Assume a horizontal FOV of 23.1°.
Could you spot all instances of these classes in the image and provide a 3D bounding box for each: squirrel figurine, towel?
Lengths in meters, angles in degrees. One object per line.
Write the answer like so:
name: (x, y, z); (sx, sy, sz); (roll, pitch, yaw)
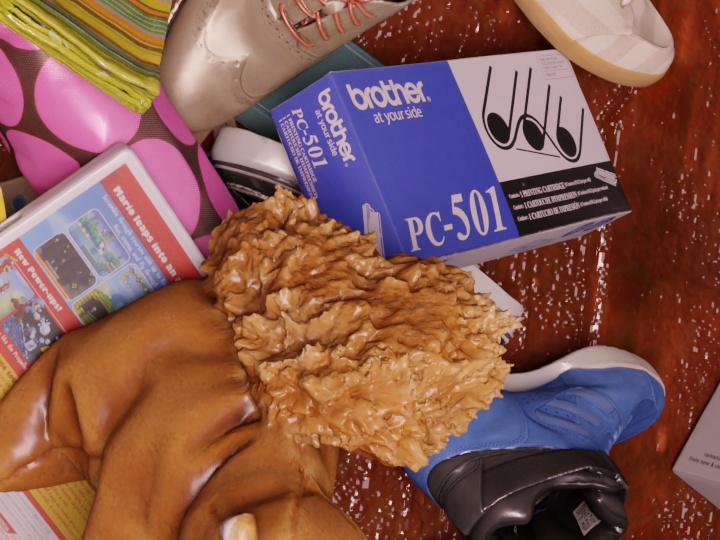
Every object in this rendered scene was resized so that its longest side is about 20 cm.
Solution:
squirrel figurine: (-0.035, 0.068, 0.675); (0.141, 0.187, 0.200); (35, 93, -25)
towel: (-0.110, -0.158, 0.754); (0.086, 0.018, 0.201); (34, 39, -29)

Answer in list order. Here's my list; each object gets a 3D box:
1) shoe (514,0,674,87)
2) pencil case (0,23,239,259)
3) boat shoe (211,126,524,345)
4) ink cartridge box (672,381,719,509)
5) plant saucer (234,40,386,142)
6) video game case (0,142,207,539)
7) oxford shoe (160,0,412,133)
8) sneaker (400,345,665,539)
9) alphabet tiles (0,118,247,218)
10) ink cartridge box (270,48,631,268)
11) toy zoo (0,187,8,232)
shoe: (0.104, -0.163, 0.900); (0.200, 0.053, 0.070); (35, 42, -32)
pencil case: (-0.117, -0.044, 0.788); (0.201, 0.093, 0.091); (61, 24, -19)
boat shoe: (0.000, 0.000, 0.871); (0.200, 0.071, 0.064); (34, 79, -30)
ink cartridge box: (0.298, 0.074, 1.035); (0.146, 0.084, 0.201); (38, 77, -26)
plant saucer: (-0.033, -0.098, 0.867); (0.200, 0.019, 0.070); (34, 77, -29)
video game case: (-0.144, 0.059, 0.746); (0.199, 0.017, 0.143); (-35, 115, -6)
oxford shoe: (-0.021, -0.131, 0.795); (0.200, 0.075, 0.070); (-44, 121, 7)
sneaker: (0.107, 0.100, 0.896); (0.199, 0.111, 0.077); (4, 131, -45)
alphabet tiles: (-0.126, -0.021, 0.836); (0.166, 0.008, 0.201); (-20, 105, -26)
ink cartridge box: (0.050, -0.051, 0.848); (0.199, 0.044, 0.095); (-15, 80, -51)
toy zoo: (-0.206, 0.029, 0.741); (0.131, 0.020, 0.201); (-17, 126, -21)
